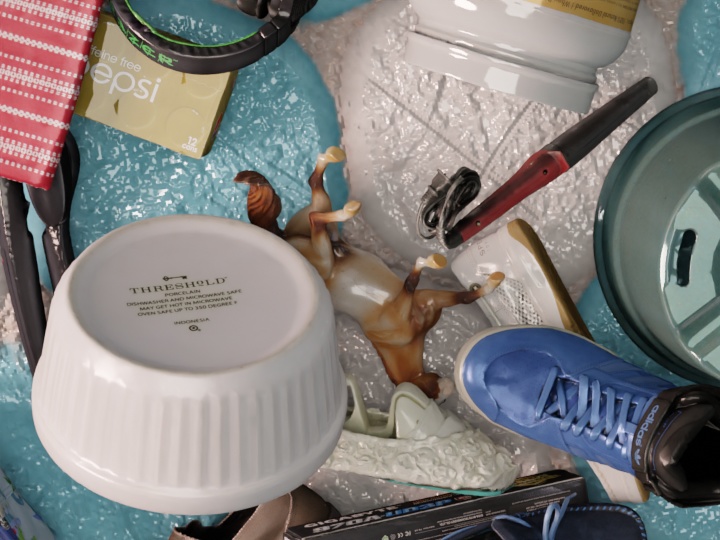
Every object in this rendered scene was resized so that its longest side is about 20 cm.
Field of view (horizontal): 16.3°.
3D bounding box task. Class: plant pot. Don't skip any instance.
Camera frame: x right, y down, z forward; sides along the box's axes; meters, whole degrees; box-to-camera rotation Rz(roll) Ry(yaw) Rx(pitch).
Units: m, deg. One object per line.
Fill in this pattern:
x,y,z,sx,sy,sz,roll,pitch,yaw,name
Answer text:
0.248,-0.011,1.547,0.199,0.196,0.201,0,96,2,plant pot

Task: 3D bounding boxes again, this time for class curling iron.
0.116,-0.072,1.583,0.199,0.026,0.050,-30,134,-26,curling iron

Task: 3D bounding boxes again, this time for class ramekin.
-0.104,0.049,1.549,0.201,0.203,0.095,6,129,1,ramekin

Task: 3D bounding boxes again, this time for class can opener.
-0.209,-0.013,1.630,0.063,0.079,0.201,-1,109,7,can opener

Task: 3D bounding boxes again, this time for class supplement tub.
0.111,-0.210,1.554,0.144,0.145,0.201,16,96,0,supplement tub

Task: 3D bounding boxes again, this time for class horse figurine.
0.000,0.000,1.610,0.200,0.133,0.050,35,52,-3,horse figurine

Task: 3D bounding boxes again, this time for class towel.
-0.232,-0.165,1.563,0.144,0.022,0.201,16,93,6,towel

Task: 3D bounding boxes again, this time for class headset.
-0.070,-0.213,1.575,0.123,0.094,0.200,43,71,14,headset

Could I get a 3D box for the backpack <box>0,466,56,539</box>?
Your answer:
-0.297,0.199,1.613,0.183,0.147,0.200,-39,97,8,backpack

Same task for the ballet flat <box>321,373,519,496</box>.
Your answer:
0.004,0.101,1.616,0.199,0.072,0.072,7,97,9,ballet flat

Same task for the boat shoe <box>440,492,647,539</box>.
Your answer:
0.093,0.192,1.563,0.199,0.069,0.084,-20,75,-17,boat shoe

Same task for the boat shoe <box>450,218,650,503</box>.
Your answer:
0.122,0.068,1.626,0.069,0.071,0.201,-27,91,11,boat shoe

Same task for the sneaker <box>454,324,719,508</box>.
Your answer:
0.159,0.088,1.529,0.199,0.111,0.077,24,87,-11,sneaker

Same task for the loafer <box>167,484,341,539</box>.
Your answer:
-0.109,0.197,1.642,0.200,0.073,0.071,-36,107,-5,loafer

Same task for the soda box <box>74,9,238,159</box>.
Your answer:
-0.180,-0.137,1.611,0.199,0.064,0.068,20,95,-1,soda box

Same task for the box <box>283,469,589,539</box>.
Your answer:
0.060,0.226,1.625,0.199,0.046,0.160,-11,96,-16,box
